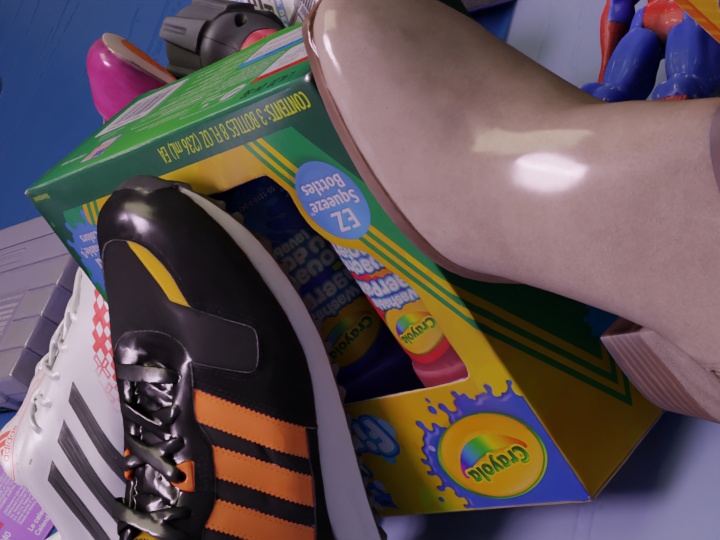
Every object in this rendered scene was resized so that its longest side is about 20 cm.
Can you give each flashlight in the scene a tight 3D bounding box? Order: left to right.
[{"bbox_3d":[-0.024,-0.093,0.915,0.068,0.068,0.199,-30,31,-30],"label":"flashlight"}]

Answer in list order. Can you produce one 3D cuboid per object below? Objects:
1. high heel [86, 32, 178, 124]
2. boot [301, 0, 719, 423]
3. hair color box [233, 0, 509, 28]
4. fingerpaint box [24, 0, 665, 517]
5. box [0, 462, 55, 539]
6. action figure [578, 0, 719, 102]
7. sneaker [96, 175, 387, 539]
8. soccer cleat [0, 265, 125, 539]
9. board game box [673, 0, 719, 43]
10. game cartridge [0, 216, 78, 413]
[{"bbox_3d":[-0.118,-0.051,0.988,0.096,0.067,0.200,-49,-10,-4],"label":"high heel"},{"bbox_3d":[0.087,-0.024,0.544,0.070,0.200,0.146,-54,15,-23],"label":"boot"},{"bbox_3d":[-0.014,-0.168,0.982,0.064,0.110,0.199,-19,8,-31],"label":"hair color box"},{"bbox_3d":[-0.008,0.003,0.694,0.073,0.168,0.199,-44,18,-32],"label":"fingerpaint box"},{"bbox_3d":[-0.108,0.033,0.920,0.201,0.039,0.137,-55,4,18],"label":"box"},{"bbox_3d":[0.114,-0.082,0.724,0.065,0.052,0.201,-8,39,30],"label":"action figure"},{"bbox_3d":[-0.052,0.071,0.654,0.070,0.202,0.090,2,30,46],"label":"sneaker"},{"bbox_3d":[-0.112,0.052,0.819,0.069,0.084,0.202,-83,-8,-64],"label":"soccer cleat"},{"bbox_3d":[0.200,-0.128,0.459,0.201,0.199,0.199,-60,26,-11],"label":"board game box"},{"bbox_3d":[-0.218,0.029,1.202,0.199,0.038,0.131,-12,53,56],"label":"game cartridge"}]
